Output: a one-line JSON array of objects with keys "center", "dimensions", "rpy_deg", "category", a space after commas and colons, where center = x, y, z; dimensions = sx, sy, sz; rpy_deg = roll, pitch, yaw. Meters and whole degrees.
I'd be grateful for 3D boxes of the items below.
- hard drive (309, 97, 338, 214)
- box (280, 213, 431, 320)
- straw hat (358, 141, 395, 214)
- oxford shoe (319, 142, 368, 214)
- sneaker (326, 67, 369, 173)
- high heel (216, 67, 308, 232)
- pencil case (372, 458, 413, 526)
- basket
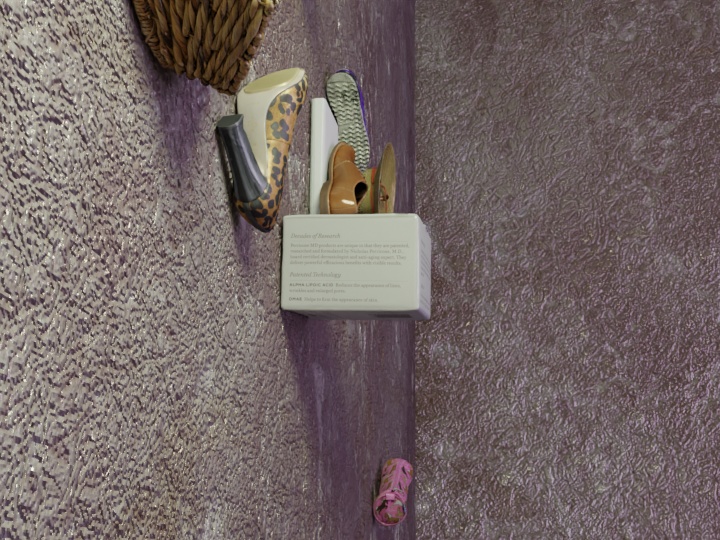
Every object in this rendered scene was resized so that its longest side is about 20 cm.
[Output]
[{"center": [-0.060, -0.165, 1.546], "dimensions": [0.132, 0.026, 0.204], "rpy_deg": [56, 33, -74], "category": "hard drive"}, {"center": [0.000, 0.000, 1.347], "dimensions": [0.199, 0.196, 0.134], "rpy_deg": [38, 52, -78], "category": "box"}, {"center": [0.015, -0.156, 1.857], "dimensions": [0.201, 0.083, 0.206], "rpy_deg": [3, 90, -78], "category": "straw hat"}, {"center": [-0.020, -0.143, 1.506], "dimensions": [0.202, 0.070, 0.072], "rpy_deg": [-83, 166, -51], "category": "oxford shoe"}, {"center": [-0.017, -0.278, 1.719], "dimensions": [0.100, 0.068, 0.204], "rpy_deg": [-80, 166, -63], "category": "sneaker"}, {"center": [-0.100, -0.146, 1.095], "dimensions": [0.201, 0.070, 0.145], "rpy_deg": [-56, 140, -49], "category": "high heel"}, {"center": [0.077, 0.512, 2.162], "dimensions": [0.083, 0.086, 0.200], "rpy_deg": [55, 14, -6], "category": "pencil case"}, {"center": [-0.150, -0.275, 0.850], "dimensions": [0.143, 0.147, 0.203], "rpy_deg": [-53, -157, 44], "category": "basket"}]
